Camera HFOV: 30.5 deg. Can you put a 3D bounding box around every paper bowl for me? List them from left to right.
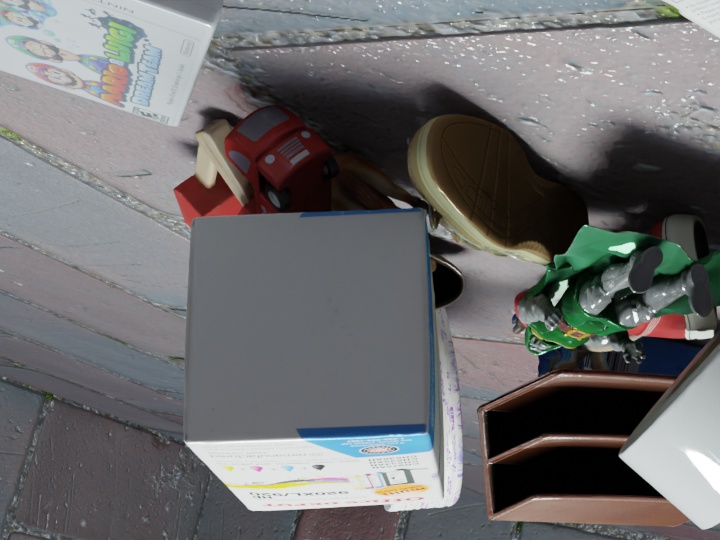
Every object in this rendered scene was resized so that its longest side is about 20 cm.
[{"bbox_3d":[0.027,0.120,1.220,0.104,0.201,0.201,-5,167,-4],"label":"paper bowl"}]

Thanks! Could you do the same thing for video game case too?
[{"bbox_3d":[-0.184,-0.150,0.801,0.182,0.024,0.200,17,166,-10],"label":"video game case"}]

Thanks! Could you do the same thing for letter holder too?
[{"bbox_3d":[0.223,0.151,1.119,0.200,0.101,0.142,7,156,-24],"label":"letter holder"}]

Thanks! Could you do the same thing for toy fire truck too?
[{"bbox_3d":[-0.078,-0.060,0.933,0.141,0.049,0.200,45,158,23],"label":"toy fire truck"}]

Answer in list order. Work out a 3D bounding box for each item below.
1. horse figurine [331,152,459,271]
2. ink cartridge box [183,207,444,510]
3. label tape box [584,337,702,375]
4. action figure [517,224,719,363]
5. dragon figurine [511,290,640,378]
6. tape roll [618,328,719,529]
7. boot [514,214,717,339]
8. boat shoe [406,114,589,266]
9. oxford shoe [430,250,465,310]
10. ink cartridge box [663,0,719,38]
[{"bbox_3d":[0.000,-0.043,0.961,0.132,0.050,0.200,33,172,-7],"label":"horse figurine"},{"bbox_3d":[-0.022,0.066,0.862,0.147,0.145,0.200,-3,159,5],"label":"ink cartridge box"},{"bbox_3d":[0.258,0.112,1.309,0.143,0.066,0.200,13,165,5],"label":"label tape box"},{"bbox_3d":[0.153,0.024,0.850,0.118,0.055,0.200,21,162,-10],"label":"action figure"},{"bbox_3d":[0.176,0.047,1.116,0.059,0.100,0.200,2,159,-12],"label":"dragon figurine"},{"bbox_3d":[0.251,0.062,0.819,0.071,0.202,0.202,42,171,11],"label":"tape roll"},{"bbox_3d":[0.176,0.015,0.933,0.144,0.073,0.200,-4,165,12],"label":"boot"},{"bbox_3d":[0.081,-0.042,0.855,0.063,0.073,0.200,1,162,36],"label":"boat shoe"},{"bbox_3d":[0.000,0.000,1.060,0.200,0.073,0.084,0,-176,-34],"label":"oxford shoe"},{"bbox_3d":[0.187,-0.128,0.461,0.176,0.045,0.200,21,164,-28],"label":"ink cartridge box"}]
